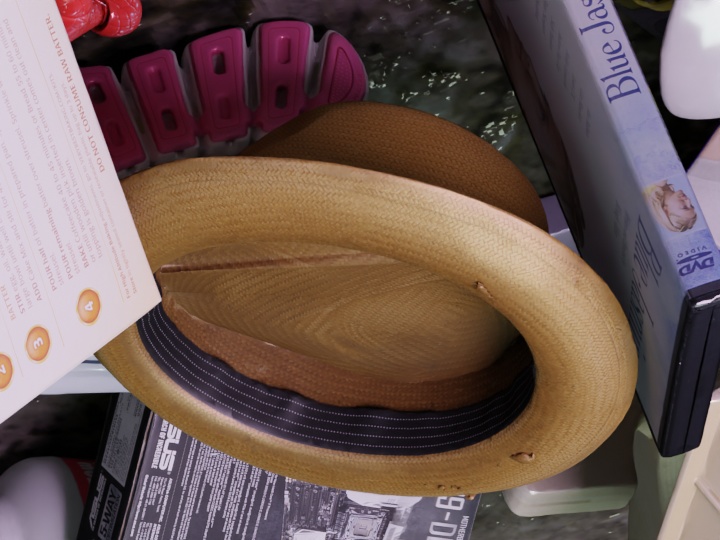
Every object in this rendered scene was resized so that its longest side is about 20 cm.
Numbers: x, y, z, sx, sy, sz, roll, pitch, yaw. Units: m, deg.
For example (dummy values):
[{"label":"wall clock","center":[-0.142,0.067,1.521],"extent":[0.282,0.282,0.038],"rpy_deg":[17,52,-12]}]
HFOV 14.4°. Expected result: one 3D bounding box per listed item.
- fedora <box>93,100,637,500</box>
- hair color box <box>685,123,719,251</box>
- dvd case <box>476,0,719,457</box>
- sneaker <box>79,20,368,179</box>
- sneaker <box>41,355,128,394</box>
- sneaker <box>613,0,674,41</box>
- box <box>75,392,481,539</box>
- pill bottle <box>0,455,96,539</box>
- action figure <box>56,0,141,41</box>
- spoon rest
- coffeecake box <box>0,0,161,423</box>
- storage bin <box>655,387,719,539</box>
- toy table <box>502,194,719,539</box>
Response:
[{"label":"fedora","center":[0.000,0.000,0.981],"extent":[0.201,0.082,0.201],"rpy_deg":[10,143,8]},{"label":"hair color box","center":[0.197,-0.052,0.994],"extent":[0.109,0.200,0.065],"rpy_deg":[26,152,21]},{"label":"dvd case","center":[0.076,-0.049,0.949],"extent":[0.018,0.200,0.143],"rpy_deg":[-18,158,-6]},{"label":"sneaker","center":[-0.094,-0.029,1.050],"extent":[0.200,0.074,0.087],"rpy_deg":[-13,140,-10]},{"label":"sneaker","center":[-0.102,0.007,1.121],"extent":[0.200,0.073,0.071],"rpy_deg":[6,112,-19]},{"label":"sneaker","center":[0.102,-0.116,0.984],"extent":[0.074,0.085,0.200],"rpy_deg":[-23,144,17]},{"label":"box","center":[-0.045,0.148,1.196],"extent":[0.158,0.050,0.200],"rpy_deg":[10,100,-26]},{"label":"pill bottle","center":[-0.106,0.138,1.257],"extent":[0.200,0.111,0.111],"rpy_deg":[4,142,-25]},{"label":"action figure","center":[-0.157,-0.101,0.949],"extent":[0.200,0.052,0.065],"rpy_deg":[9,146,-38]},{"label":"spoon rest","center":[0.162,-0.127,0.954],"extent":[0.200,0.061,0.099],"rpy_deg":[-43,151,-21]},{"label":"coffeecake box","center":[-0.166,-0.013,0.836],"extent":[0.073,0.200,0.154],"rpy_deg":[-2,115,38]},{"label":"storage bin","center":[0.207,0.092,1.067],"extent":[0.200,0.094,0.199],"rpy_deg":[-30,149,-31]},{"label":"toy table","center":[0.133,0.045,1.202],"extent":[0.200,0.117,0.184],"rpy_deg":[-9,146,-9]}]
